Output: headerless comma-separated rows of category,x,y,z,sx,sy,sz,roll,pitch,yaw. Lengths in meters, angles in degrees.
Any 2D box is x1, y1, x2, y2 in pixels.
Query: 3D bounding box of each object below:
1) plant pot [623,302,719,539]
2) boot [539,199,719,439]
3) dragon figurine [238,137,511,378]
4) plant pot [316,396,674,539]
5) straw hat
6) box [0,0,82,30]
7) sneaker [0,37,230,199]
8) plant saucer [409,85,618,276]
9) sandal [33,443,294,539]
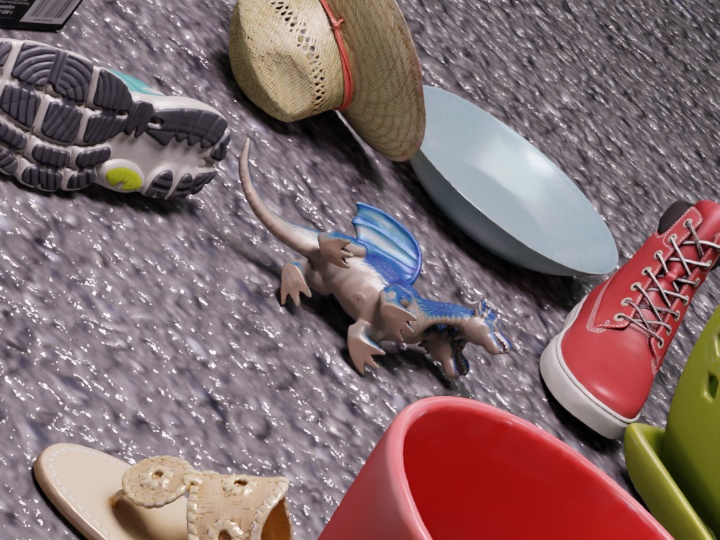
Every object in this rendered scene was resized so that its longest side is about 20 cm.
plant pot,0.299,0.131,1.461,0.199,0.181,0.200,18,31,-45
boot,0.194,0.022,1.546,0.072,0.144,0.200,39,23,-5
dragon figurine,0.000,0.000,1.389,0.200,0.059,0.099,42,22,2
plant pot,0.038,0.182,0.954,0.200,0.177,0.200,33,24,-16
straw hat,-0.043,-0.151,1.559,0.085,0.201,0.201,-25,59,-20
box,-0.247,-0.258,1.393,0.200,0.124,0.149,49,23,18
sneaker,-0.163,-0.086,1.303,0.080,0.078,0.200,32,9,37
plant saucer,0.097,-0.055,1.672,0.201,0.039,0.201,33,23,-16
sandal,-0.045,0.127,1.065,0.212,0.070,0.078,40,22,-2
